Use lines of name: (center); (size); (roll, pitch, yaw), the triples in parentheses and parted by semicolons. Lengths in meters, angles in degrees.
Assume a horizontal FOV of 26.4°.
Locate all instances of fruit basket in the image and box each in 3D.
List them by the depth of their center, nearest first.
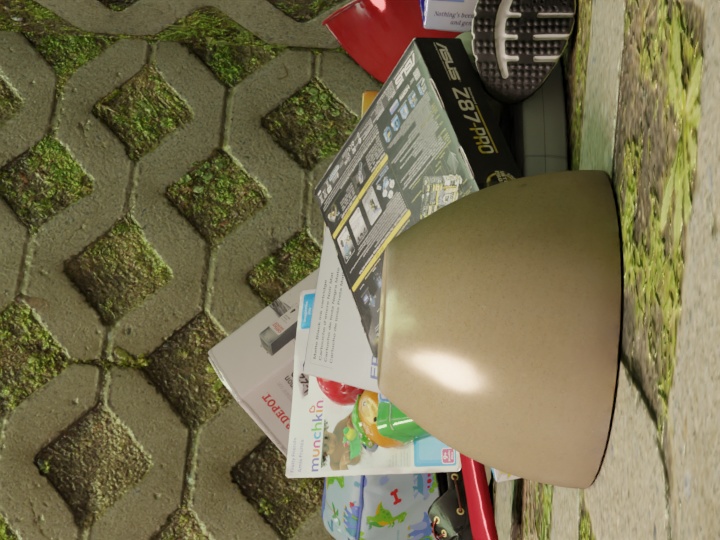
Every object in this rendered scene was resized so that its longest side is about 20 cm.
fruit basket: (0.011, 0.094, 1.408); (0.094, 0.199, 0.187); (27, -117, -54)

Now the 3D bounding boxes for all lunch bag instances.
lunch bag: (0.048, 0.195, 1.576); (0.082, 0.160, 0.201); (41, 133, 48)

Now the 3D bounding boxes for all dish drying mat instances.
dish drying mat: (0.087, 0.126, 1.260); (0.077, 0.018, 0.201); (-149, 50, -89)

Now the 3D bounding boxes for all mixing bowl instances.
mixing bowl: (0.070, -0.261, 1.646); (0.200, 0.199, 0.109); (-102, -14, -85)

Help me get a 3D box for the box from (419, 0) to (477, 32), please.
box: (0.107, -0.324, 1.316); (0.184, 0.104, 0.201); (-91, 5, -64)

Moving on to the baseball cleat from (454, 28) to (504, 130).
baseball cleat: (0.089, -0.093, 1.221); (0.106, 0.069, 0.201); (-54, -25, -67)

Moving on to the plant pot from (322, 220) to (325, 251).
plant pot: (0.044, -0.023, 1.778); (0.200, 0.176, 0.202); (-177, 90, -88)

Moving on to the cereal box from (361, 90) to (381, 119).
cereal box: (0.067, -0.089, 1.651); (0.040, 0.143, 0.201); (-101, 15, -85)

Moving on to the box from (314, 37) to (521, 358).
box: (0.042, -0.052, 1.160); (0.200, 0.049, 0.162); (-53, 48, 48)

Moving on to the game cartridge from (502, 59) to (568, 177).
game cartridge: (0.131, -0.087, 1.180); (0.134, 0.041, 0.201); (89, -178, -50)

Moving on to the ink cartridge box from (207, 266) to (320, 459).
ink cartridge box: (-0.034, 0.084, 1.559); (0.085, 0.200, 0.146); (53, 178, 42)

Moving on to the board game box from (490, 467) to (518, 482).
board game box: (0.105, 0.079, 1.247); (0.200, 0.034, 0.135); (-98, -3, -82)

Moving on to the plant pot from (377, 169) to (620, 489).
plant pot: (0.079, 0.034, 0.969); (0.200, 0.133, 0.202); (-177, 90, -88)

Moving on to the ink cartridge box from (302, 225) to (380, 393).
ink cartridge box: (0.000, 0.000, 1.342); (0.200, 0.040, 0.201); (6, 87, 59)

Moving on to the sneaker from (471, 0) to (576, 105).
sneaker: (0.127, -0.216, 1.144); (0.080, 0.073, 0.201); (69, -149, -77)

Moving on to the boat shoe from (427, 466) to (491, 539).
boat shoe: (0.094, 0.239, 1.460); (0.074, 0.063, 0.202); (99, 173, -56)
